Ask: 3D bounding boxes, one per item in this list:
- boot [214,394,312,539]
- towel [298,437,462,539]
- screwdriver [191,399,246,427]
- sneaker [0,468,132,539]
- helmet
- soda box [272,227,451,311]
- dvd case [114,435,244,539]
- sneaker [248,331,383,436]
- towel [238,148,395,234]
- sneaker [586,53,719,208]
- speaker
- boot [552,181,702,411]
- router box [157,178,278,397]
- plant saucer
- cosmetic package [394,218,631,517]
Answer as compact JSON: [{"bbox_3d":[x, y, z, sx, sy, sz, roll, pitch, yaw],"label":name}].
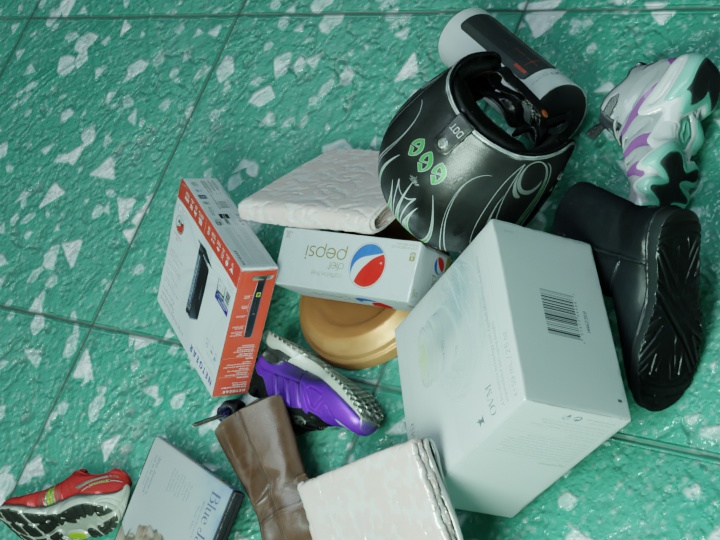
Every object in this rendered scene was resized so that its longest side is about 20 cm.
[{"bbox_3d":[-0.059,0.203,1.440,0.185,0.064,0.202,-32,63,19],"label":"boot"},{"bbox_3d":[0.030,0.274,1.279,0.190,0.032,0.202,-30,74,45],"label":"towel"},{"bbox_3d":[-0.159,0.166,1.502,0.028,0.200,0.029,16,97,8],"label":"screwdriver"},{"bbox_3d":[-0.354,0.283,1.650,0.198,0.077,0.085,-12,36,29],"label":"sneaker"},{"bbox_3d":[0.112,-0.112,1.436,0.191,0.198,0.202,-54,35,43],"label":"helmet"},{"bbox_3d":[0.000,0.000,1.502,0.198,0.063,0.069,7,80,40],"label":"soda box"},{"bbox_3d":[-0.208,0.282,1.519,0.199,0.017,0.144,20,87,54],"label":"dvd case"},{"bbox_3d":[-0.057,0.153,1.508,0.200,0.069,0.100,32,91,47],"label":"sneaker"},{"bbox_3d":[-0.012,-0.094,1.583,0.198,0.033,0.191,6,28,37],"label":"towel"},{"bbox_3d":[0.290,-0.133,1.434,0.139,0.078,0.202,6,65,48],"label":"sneaker"},{"bbox_3d":[0.172,-0.222,1.555,0.081,0.081,0.200,-43,46,5],"label":"speaker"},{"bbox_3d":[0.255,0.021,1.336,0.168,0.076,0.203,20,111,60],"label":"boot"},{"bbox_3d":[-0.174,0.018,1.618,0.200,0.048,0.181,52,135,46],"label":"router box"},{"bbox_3d":[0.008,0.015,1.564,0.198,0.037,0.202,-18,54,26],"label":"plant saucer"},{"bbox_3d":[0.136,0.097,1.303,0.200,0.122,0.201,-52,34,44],"label":"cosmetic package"}]
